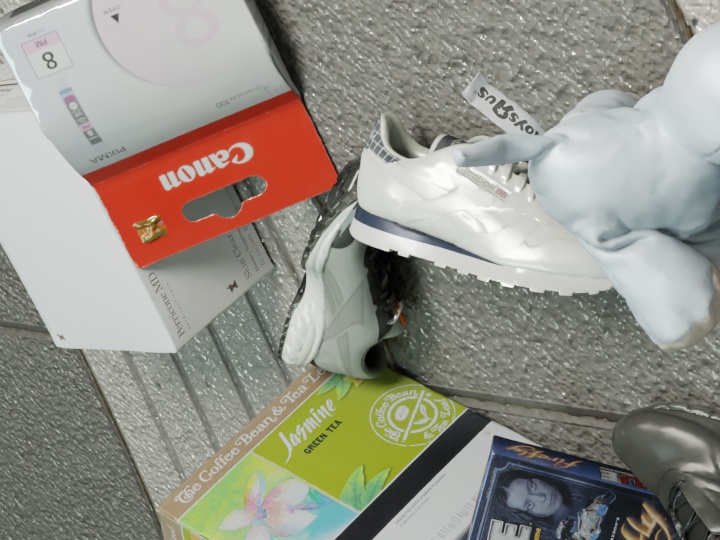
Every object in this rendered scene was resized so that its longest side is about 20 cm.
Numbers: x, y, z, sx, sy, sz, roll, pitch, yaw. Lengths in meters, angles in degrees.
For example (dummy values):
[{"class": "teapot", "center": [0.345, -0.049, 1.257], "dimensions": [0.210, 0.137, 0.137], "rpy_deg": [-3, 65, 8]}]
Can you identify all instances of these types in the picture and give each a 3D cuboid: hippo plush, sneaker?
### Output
[{"class": "hippo plush", "center": [0.179, -0.078, 1.323], "dimensions": [0.200, 0.160, 0.161], "rpy_deg": [43, 119, -17]}, {"class": "sneaker", "center": [0.229, 0.156, 1.512], "dimensions": [0.199, 0.091, 0.076], "rpy_deg": [35, 146, 24]}, {"class": "sneaker", "center": [0.084, -0.038, 1.507], "dimensions": [0.199, 0.076, 0.081], "rpy_deg": [15, 100, 25]}, {"class": "sneaker", "center": [0.000, 0.000, 1.655], "dimensions": [0.079, 0.074, 0.201], "rpy_deg": [21, 142, 6]}]

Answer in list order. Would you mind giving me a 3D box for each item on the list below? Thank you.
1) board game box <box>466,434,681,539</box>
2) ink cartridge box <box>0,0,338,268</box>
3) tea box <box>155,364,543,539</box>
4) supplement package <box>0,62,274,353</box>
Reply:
[{"class": "board game box", "center": [0.126, 0.220, 1.610], "dimensions": [0.134, 0.035, 0.201], "rpy_deg": [14, 107, 2]}, {"class": "ink cartridge box", "center": [-0.124, -0.106, 1.619], "dimensions": [0.162, 0.057, 0.201], "rpy_deg": [-21, 108, 12]}, {"class": "tea box", "center": [0.000, 0.188, 1.712], "dimensions": [0.196, 0.200, 0.134], "rpy_deg": [24, 141, 32]}, {"class": "supplement package", "center": [-0.184, -0.055, 1.766], "dimensions": [0.155, 0.111, 0.201], "rpy_deg": [1, 125, 49]}]
